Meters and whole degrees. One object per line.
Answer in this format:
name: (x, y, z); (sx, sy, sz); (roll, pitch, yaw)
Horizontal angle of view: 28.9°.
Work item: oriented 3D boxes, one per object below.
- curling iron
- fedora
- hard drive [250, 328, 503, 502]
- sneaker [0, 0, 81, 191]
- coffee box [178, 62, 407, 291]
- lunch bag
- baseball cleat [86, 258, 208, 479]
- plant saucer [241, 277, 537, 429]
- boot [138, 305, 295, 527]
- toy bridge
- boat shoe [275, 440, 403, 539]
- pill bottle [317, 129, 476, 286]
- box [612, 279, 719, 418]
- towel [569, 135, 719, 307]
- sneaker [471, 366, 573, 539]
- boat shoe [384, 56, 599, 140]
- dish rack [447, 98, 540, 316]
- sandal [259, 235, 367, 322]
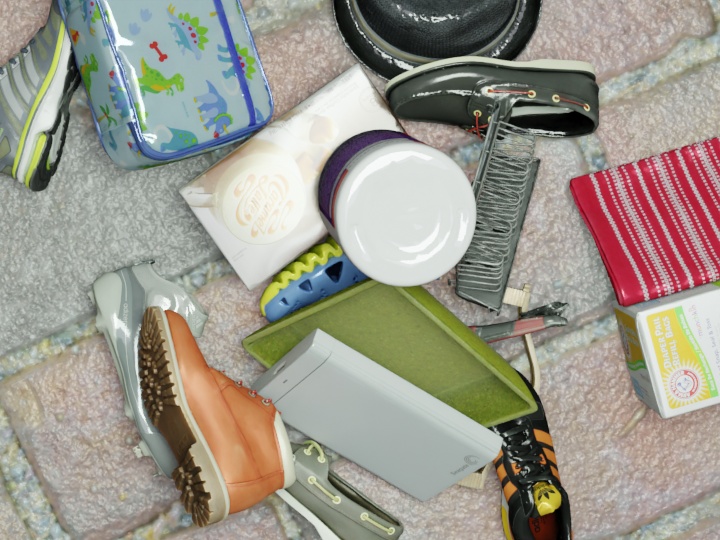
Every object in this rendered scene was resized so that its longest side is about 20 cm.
curling iron: (0.102, 0.065, 1.297); (0.199, 0.050, 0.026); (-17, 82, 19)
fedora: (0.073, -0.257, 1.275); (0.199, 0.092, 0.202); (0, 94, -2)
hard drive: (0.011, 0.135, 1.267); (0.199, 0.132, 0.027); (31, 51, -15)
sneaker: (-0.302, -0.178, 1.277); (0.081, 0.074, 0.201); (17, 90, 1)
coffee box: (-0.053, -0.087, 1.285); (0.200, 0.080, 0.115); (-35, 96, 0)
lunch bag: (-0.171, -0.201, 1.249); (0.160, 0.082, 0.201); (-19, 95, -38)
baseball cleat: (-0.180, 0.089, 1.295); (0.106, 0.070, 0.201); (-21, 94, -1)
plant saucer: (0.028, 0.076, 1.248); (0.200, 0.200, 0.048); (40, 47, -25)
boot: (-0.129, 0.118, 1.244); (0.107, 0.075, 0.201); (-15, 75, -30)
toy bridge: (0.136, 0.110, 1.330); (0.067, 0.027, 0.201); (14, 92, -5)
boat shoe: (-0.045, 0.196, 1.306); (0.060, 0.072, 0.202); (-45, 98, 1)
pill bottle: (0.023, -0.058, 1.151); (0.111, 0.200, 0.112); (-1, 101, -8)
box: (0.348, 0.054, 1.293); (0.199, 0.112, 0.102); (-16, 95, -1)
towel: (0.308, -0.054, 1.298); (0.199, 0.023, 0.145); (-17, 62, -2)
sneaker: (0.157, 0.182, 1.283); (0.070, 0.090, 0.201); (-19, 106, -12)
boat shoe: (0.123, -0.154, 1.286); (0.200, 0.074, 0.063); (-1, 68, -7)
dish rack: (0.118, -0.057, 1.228); (0.054, 0.200, 0.154); (13, 77, 8)
sandal: (0.000, 0.000, 1.296); (0.199, 0.079, 0.087); (-29, 97, 1)
